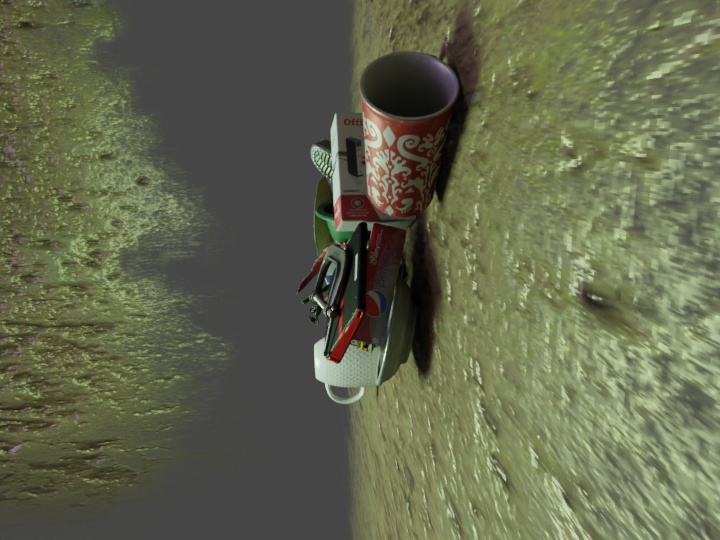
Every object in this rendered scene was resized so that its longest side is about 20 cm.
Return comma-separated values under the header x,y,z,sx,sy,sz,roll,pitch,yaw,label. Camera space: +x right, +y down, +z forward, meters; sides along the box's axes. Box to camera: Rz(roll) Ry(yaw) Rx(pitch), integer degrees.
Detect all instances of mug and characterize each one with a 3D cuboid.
x,y,z,sx,sy,sz,roll,pitch,yaw,label
0.079,-0.195,0.872,0.133,0.176,0.202,41,154,26,mug
-0.037,0.266,1.642,0.148,0.170,0.206,-114,22,-72,mug

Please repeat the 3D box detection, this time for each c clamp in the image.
x,y,z,sx,sy,sz,roll,pitch,yaw,label
-0.063,0.038,1.113,0.200,0.026,0.175,-132,58,-71,c clamp

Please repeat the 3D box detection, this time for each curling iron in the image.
x,y,z,sx,sy,sz,roll,pitch,yaw,label
-0.053,0.054,1.230,0.200,0.025,0.051,-43,29,44,curling iron

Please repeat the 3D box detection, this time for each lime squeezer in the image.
x,y,z,sx,sy,sz,roll,pitch,yaw,label
-0.034,0.008,1.261,0.070,0.197,0.038,12,-131,-62,lime squeezer

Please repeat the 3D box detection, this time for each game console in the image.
x,y,z,sx,sy,sz,roll,pitch,yaw,label
-0.021,0.042,1.066,0.178,0.030,0.204,121,157,-45,game console

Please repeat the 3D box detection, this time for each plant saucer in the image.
x,y,z,sx,sy,sz,roll,pitch,yaw,label
0.069,0.111,1.101,0.200,0.049,0.206,-168,89,-90,plant saucer

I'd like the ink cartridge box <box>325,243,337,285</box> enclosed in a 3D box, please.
x,y,z,sx,sy,sz,roll,pitch,yaw,label
-0.022,0.022,1.502,0.202,0.040,0.203,-69,-32,-48,ink cartridge box

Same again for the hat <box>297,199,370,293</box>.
x,y,z,sx,sy,sz,roll,pitch,yaw,label
-0.015,-0.046,1.261,0.165,0.196,0.181,-29,-58,-50,hat

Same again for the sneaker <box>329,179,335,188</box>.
x,y,z,sx,sy,sz,roll,pitch,yaw,label
-0.008,-0.188,1.398,0.200,0.126,0.081,-100,24,-63,sneaker

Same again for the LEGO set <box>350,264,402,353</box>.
x,y,z,sx,sy,sz,roll,pitch,yaw,label
0.000,0.062,1.214,0.156,0.113,0.202,90,-157,-44,LEGO set

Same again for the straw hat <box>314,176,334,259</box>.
x,y,z,sx,sy,sz,roll,pitch,yaw,label
-0.045,-0.111,1.368,0.201,0.082,0.208,2,-90,-82,straw hat

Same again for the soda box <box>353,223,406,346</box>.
x,y,z,sx,sy,sz,roll,pitch,yaw,label
0.031,0.023,1.064,0.070,0.062,0.206,-72,-7,-87,soda box

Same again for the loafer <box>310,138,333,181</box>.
x,y,z,sx,sy,sz,roll,pitch,yaw,label
-0.006,-0.211,1.213,0.075,0.196,0.071,128,164,-56,loafer

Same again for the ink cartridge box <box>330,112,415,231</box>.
x,y,z,sx,sy,sz,roll,pitch,yaw,label
0.021,-0.182,1.123,0.084,0.140,0.206,132,135,-76,ink cartridge box
